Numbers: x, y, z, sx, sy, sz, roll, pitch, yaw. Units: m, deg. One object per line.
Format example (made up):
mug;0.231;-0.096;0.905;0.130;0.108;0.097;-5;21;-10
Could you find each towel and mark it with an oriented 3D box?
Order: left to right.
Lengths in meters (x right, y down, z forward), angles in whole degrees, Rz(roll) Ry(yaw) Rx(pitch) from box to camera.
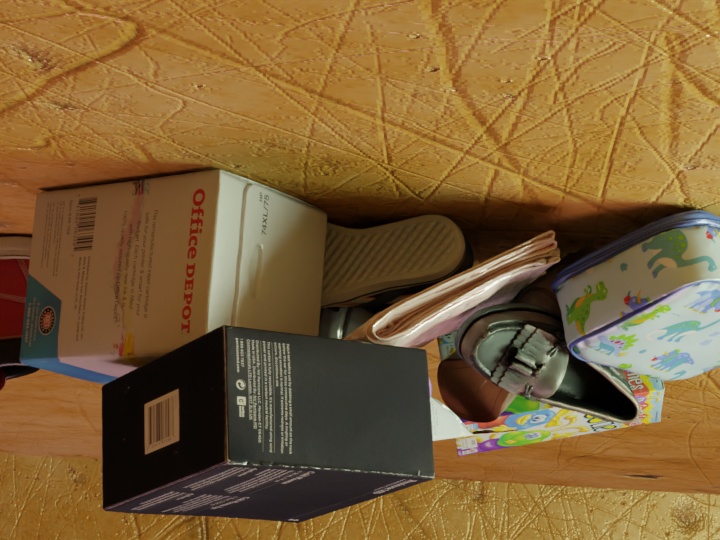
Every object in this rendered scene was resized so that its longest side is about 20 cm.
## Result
towel;0.053;0.042;1.582;0.191;0.032;0.200;-25;172;-23

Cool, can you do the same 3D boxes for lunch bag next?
lunch bag;0.270;0.022;1.592;0.161;0.083;0.200;-29;151;35

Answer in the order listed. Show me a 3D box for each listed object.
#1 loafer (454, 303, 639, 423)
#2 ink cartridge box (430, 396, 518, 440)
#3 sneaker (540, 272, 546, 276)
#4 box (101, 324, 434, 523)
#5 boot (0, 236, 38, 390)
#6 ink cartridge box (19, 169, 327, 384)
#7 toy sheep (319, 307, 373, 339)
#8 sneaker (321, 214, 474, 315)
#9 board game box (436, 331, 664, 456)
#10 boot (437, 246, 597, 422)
loafer;0.162;0.080;1.594;0.200;0.072;0.063;20;-160;-44
ink cartridge box;0.015;0.131;1.702;0.162;0.057;0.200;-7;180;41
sneaker;0.251;0.048;1.758;0.199;0.089;0.079;0;169;19
box;-0.074;0.123;1.475;0.182;0.104;0.200;9;159;-33
boot;-0.381;0.044;1.801;0.199;0.145;0.072;-1;169;25
ink cartridge box;-0.151;0.013;1.573;0.200;0.147;0.146;-4;165;35
toy sheep;-0.050;0.052;1.759;0.199;0.138;0.138;10;170;15
sneaker;0.000;0.000;1.632;0.199;0.079;0.079;-2;161;20
board game box;0.180;0.099;1.837;0.199;0.103;0.105;-10;157;3
boot;0.149;0.055;1.708;0.070;0.146;0.200;46;160;2
